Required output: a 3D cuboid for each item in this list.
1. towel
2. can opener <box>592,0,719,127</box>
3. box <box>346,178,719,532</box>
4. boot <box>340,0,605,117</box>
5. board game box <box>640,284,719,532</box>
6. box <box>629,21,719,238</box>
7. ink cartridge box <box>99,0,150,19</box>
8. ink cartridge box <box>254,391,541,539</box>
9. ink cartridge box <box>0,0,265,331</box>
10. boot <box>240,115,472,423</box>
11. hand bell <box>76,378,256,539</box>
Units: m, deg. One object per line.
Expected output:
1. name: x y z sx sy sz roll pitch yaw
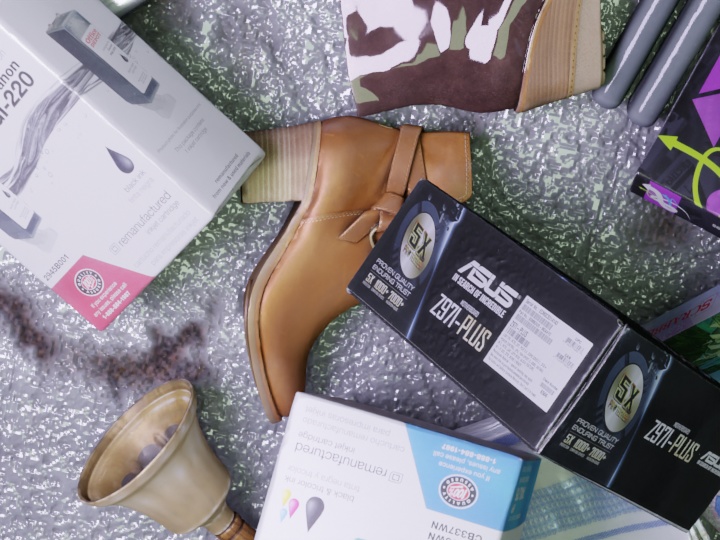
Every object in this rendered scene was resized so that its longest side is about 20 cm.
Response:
1. towel: 0.156 0.174 1.119 0.146 0.024 0.201 -20 104 28
2. can opener: 0.213 -0.187 1.054 0.052 0.067 0.201 26 109 -3
3. box: 0.115 0.049 0.994 0.163 0.200 0.086 31 96 -42
4. boot: 0.067 -0.197 1.039 0.165 0.072 0.202 -4 100 2
5. board game box: 0.273 0.096 1.062 0.200 0.041 0.199 45 139 -9
6. box: 0.289 -0.067 1.036 0.199 0.036 0.144 29 76 9
7. ink cartridge box: -0.151 -0.277 1.036 0.159 0.047 0.201 -32 96 6
8. ink cartridge box: 0.014 0.193 1.037 0.146 0.146 0.201 15 87 11
9. ink cartridge box: -0.183 -0.082 1.025 0.200 0.085 0.146 43 129 -7
10. boot: 0.000 0.000 1.088 0.154 0.077 0.202 -1 95 -5
11. hand bell: -0.085 0.177 1.123 0.104 0.104 0.200 -40 112 7
